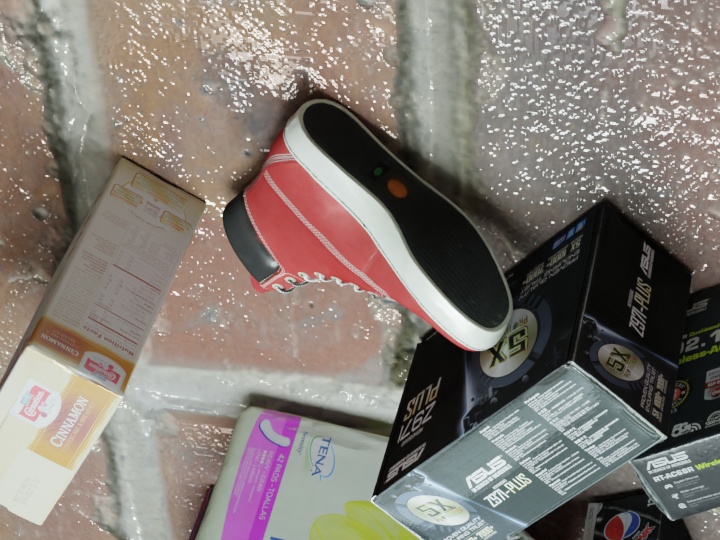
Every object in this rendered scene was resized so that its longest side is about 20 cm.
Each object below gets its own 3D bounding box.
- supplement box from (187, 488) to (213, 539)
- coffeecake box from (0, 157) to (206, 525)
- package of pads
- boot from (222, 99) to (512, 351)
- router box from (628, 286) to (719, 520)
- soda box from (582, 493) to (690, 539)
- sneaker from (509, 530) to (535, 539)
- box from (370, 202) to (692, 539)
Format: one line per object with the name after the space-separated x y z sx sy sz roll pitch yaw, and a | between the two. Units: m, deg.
-0.038 0.256 1.679 0.199 0.086 0.111 12 132 6 | supplement box
-0.190 0.047 1.470 0.073 0.200 0.154 29 132 -9 | coffeecake box
-0.014 0.191 1.572 0.199 0.155 0.068 13 146 8 | package of pads
0.000 0.000 1.442 0.200 0.072 0.144 46 132 7 | boot
0.277 0.064 1.380 0.199 0.150 0.062 -21 121 29 | router box
0.230 0.259 1.612 0.063 0.071 0.200 -13 125 24 | soda box
0.145 0.255 1.575 0.073 0.200 0.114 -40 118 0 | sneaker
0.114 0.077 1.431 0.086 0.164 0.200 38 130 -17 | box
